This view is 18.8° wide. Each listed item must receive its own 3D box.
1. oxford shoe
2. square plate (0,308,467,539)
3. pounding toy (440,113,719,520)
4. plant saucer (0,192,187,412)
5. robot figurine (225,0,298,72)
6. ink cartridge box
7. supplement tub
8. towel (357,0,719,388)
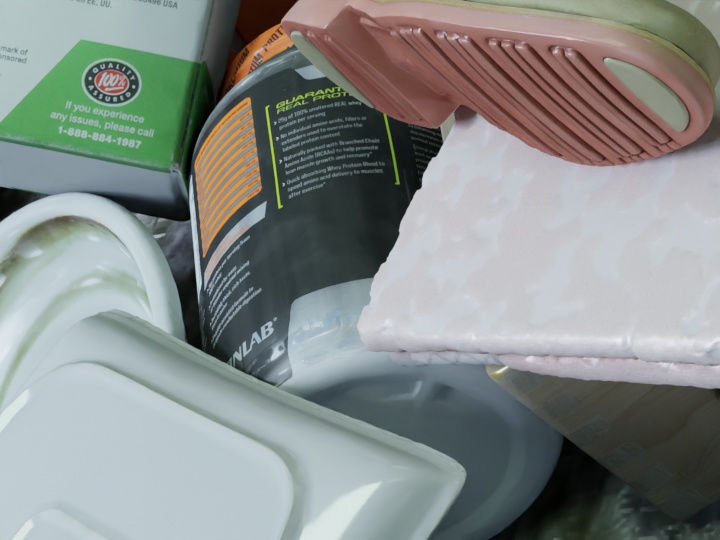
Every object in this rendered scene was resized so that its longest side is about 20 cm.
[{"bbox_3d":[0.045,-0.082,0.646,0.074,0.071,0.200,-54,31,-9],"label":"oxford shoe"},{"bbox_3d":[-0.091,0.106,0.663,0.198,0.028,0.200,20,68,49],"label":"square plate"},{"bbox_3d":[0.153,-0.026,0.711,0.200,0.142,0.184,-36,36,24],"label":"pounding toy"},{"bbox_3d":[-0.122,0.070,0.867,0.200,0.050,0.200,-23,57,42],"label":"plant saucer"},{"bbox_3d":[-0.042,-0.152,0.989,0.200,0.144,0.117,-36,18,6],"label":"robot figurine"},{"bbox_3d":[-0.119,-0.136,0.881,0.146,0.083,0.200,12,77,3],"label":"ink cartridge box"},{"bbox_3d":[0.000,0.000,0.800,0.122,0.123,0.200,-27,40,17],"label":"supplement tub"},{"bbox_3d":[0.101,-0.055,0.641,0.191,0.032,0.200,-1,58,52],"label":"towel"}]
